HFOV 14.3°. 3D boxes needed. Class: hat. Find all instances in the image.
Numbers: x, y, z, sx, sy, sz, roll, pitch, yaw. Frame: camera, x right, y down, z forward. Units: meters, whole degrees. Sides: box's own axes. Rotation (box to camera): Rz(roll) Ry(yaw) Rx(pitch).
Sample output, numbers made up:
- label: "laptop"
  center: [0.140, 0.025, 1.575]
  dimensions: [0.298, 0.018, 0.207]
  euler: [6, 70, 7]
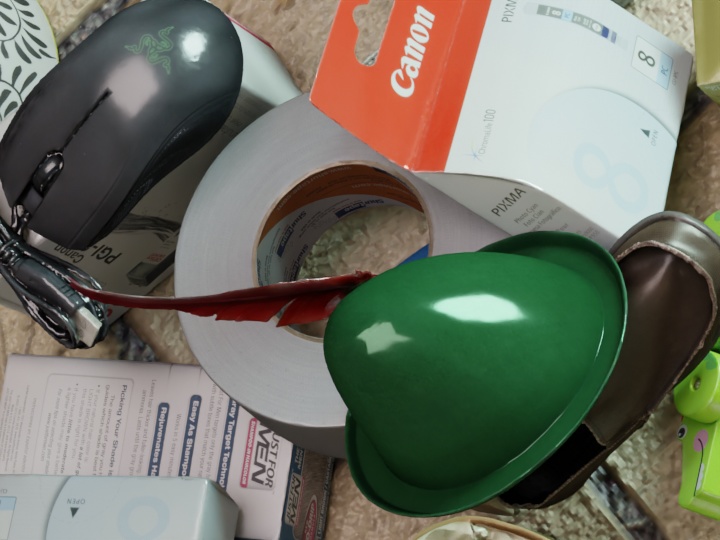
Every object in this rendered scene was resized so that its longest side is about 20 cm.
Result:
- label: "hat"
  center: [0.007, 0.013, 1.415]
  dimensions: [0.200, 0.176, 0.166]
  euler: [-47, 35, -2]

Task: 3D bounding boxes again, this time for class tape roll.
- label: "tape roll"
  center: [0.000, 0.000, 1.587]
  dimensions: [0.199, 0.066, 0.201]
  euler: [-7, 68, 17]

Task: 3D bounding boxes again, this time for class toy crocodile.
- label: "toy crocodile"
  center: [0.202, 0.035, 1.541]
  dimensions: [0.062, 0.067, 0.201]
  euler: [-8, 69, 59]

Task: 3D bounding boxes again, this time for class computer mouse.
- label: "computer mouse"
  center: [-0.145, -0.068, 1.578]
  dimensions: [0.138, 0.053, 0.200]
  euler: [43, 98, 19]

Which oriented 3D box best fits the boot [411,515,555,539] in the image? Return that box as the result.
- label: "boot"
  center: [0.072, 0.157, 1.489]
  dimensions: [0.174, 0.200, 0.066]
  euler: [11, 81, 27]

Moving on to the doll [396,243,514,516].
- label: "doll"
  center: [0.062, 0.032, 1.616]
  dimensions: [0.136, 0.048, 0.201]
  euler: [6, 79, 26]

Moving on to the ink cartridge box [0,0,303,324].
- label: "ink cartridge box"
  center: [-0.137, -0.061, 1.681]
  dimensions: [0.200, 0.146, 0.085]
  euler: [-38, 67, 11]

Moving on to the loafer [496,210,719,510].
- label: "loafer"
  center: [0.129, 0.058, 1.493]
  dimensions: [0.073, 0.071, 0.200]
  euler: [32, 122, 5]

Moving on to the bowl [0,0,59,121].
- label: "bowl"
  center: [-0.297, -0.118, 1.803]
  dimensions: [0.200, 0.094, 0.202]
  euler: [-7, 72, 23]

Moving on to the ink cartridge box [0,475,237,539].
- label: "ink cartridge box"
  center: [-0.162, 0.212, 1.579]
  dimensions: [0.159, 0.047, 0.201]
  euler: [-1, 65, 25]

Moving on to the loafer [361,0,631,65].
- label: "loafer"
  center: [0.068, -0.142, 1.650]
  dimensions: [0.200, 0.070, 0.070]
  euler: [-34, 63, 13]

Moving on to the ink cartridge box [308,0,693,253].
- label: "ink cartridge box"
  center: [0.080, -0.102, 1.540]
  dimensions: [0.047, 0.199, 0.161]
  euler: [-40, 24, 44]

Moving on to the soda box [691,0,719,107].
- label: "soda box"
  center: [0.281, -0.135, 1.548]
  dimensions: [0.199, 0.068, 0.064]
  euler: [-10, 72, 23]

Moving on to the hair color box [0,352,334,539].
- label: "hair color box"
  center: [-0.115, 0.107, 1.672]
  dimensions: [0.199, 0.060, 0.101]
  euler: [3, 77, 26]
